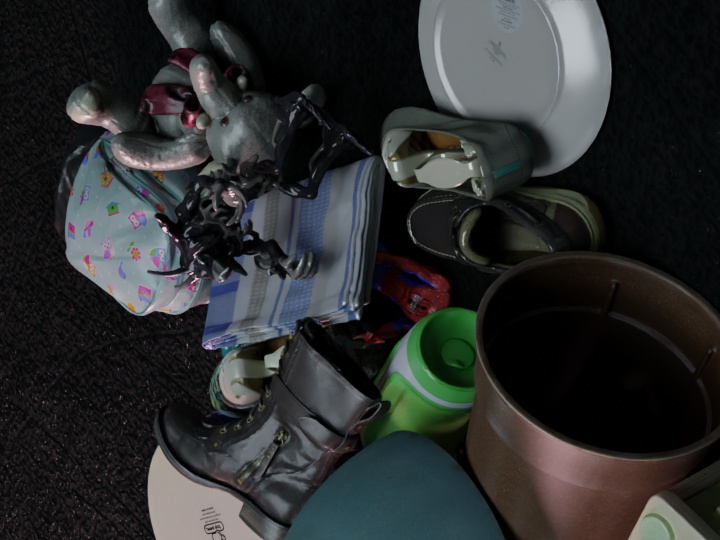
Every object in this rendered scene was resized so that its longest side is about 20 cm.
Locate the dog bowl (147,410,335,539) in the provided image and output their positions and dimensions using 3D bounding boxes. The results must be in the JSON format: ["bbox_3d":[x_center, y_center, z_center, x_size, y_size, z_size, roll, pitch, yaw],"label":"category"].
[{"bbox_3d":[-0.102,0.223,1.785,0.200,0.079,0.200,21,120,42],"label":"dog bowl"}]

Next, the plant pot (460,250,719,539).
[{"bbox_3d":[0.163,0.124,1.476,0.200,0.200,0.198,44,142,27],"label":"plant pot"}]

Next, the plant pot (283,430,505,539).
[{"bbox_3d":[0.011,0.238,1.500,0.200,0.135,0.200,42,143,42],"label":"plant pot"}]

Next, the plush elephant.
[{"bbox_3d":[-0.126,-0.138,1.702,0.200,0.165,0.155,50,160,-22],"label":"plush elephant"}]

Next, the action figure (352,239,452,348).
[{"bbox_3d":[0.000,0.000,1.661,0.200,0.099,0.065,36,114,29],"label":"action figure"}]

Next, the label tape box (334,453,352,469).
[{"bbox_3d":[-0.056,0.220,1.843,0.200,0.066,0.143,50,136,25],"label":"label tape box"}]

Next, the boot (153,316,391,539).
[{"bbox_3d":[-0.071,0.114,1.628,0.200,0.069,0.174,36,115,28],"label":"boot"}]

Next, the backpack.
[{"bbox_3d":[-0.195,-0.040,1.836,0.200,0.126,0.167,38,130,33],"label":"backpack"}]

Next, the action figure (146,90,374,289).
[{"bbox_3d":[-0.086,-0.048,1.609,0.200,0.119,0.102,-49,39,8],"label":"action figure"}]

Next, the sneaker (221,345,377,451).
[{"bbox_3d":[-0.063,0.081,1.773,0.121,0.084,0.200,-32,74,44],"label":"sneaker"}]

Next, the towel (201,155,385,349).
[{"bbox_3d":[-0.059,-0.013,1.669,0.200,0.024,0.147,-14,59,44],"label":"towel"}]

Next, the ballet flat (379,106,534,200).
[{"bbox_3d":[0.056,-0.091,1.562,0.200,0.064,0.067,9,124,56],"label":"ballet flat"}]

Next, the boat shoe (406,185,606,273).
[{"bbox_3d":[0.101,-0.035,1.559,0.200,0.065,0.073,1,108,49],"label":"boat shoe"}]

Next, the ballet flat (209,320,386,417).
[{"bbox_3d":[-0.071,0.080,1.689,0.200,0.074,0.074,-20,90,36],"label":"ballet flat"}]

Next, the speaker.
[{"bbox_3d":[0.056,0.103,1.618,0.089,0.088,0.200,56,155,15],"label":"speaker"}]

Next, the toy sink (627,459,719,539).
[{"bbox_3d":[0.258,0.219,1.389,0.130,0.200,0.112,44,134,28],"label":"toy sink"}]

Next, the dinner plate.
[{"bbox_3d":[0.111,-0.167,1.526,0.200,0.024,0.200,20,119,41],"label":"dinner plate"}]
